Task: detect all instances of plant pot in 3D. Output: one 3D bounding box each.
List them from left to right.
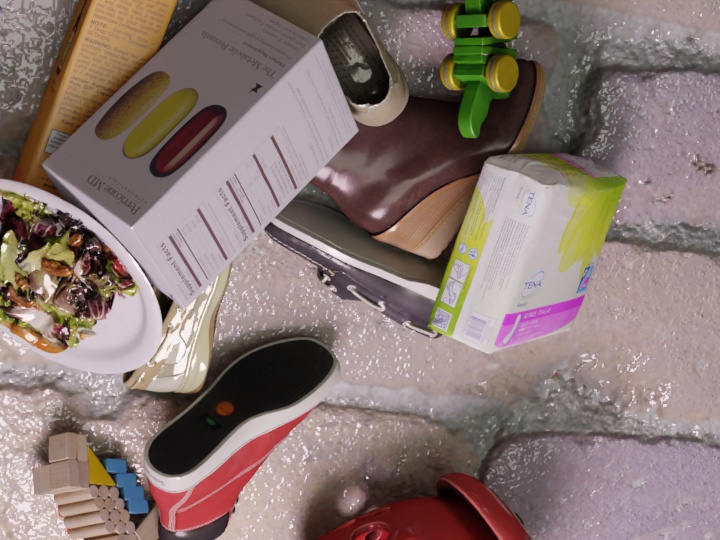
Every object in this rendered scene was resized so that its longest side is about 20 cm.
[{"bbox_3d":[0.064,0.293,1.360,0.182,0.200,0.201,-29,116,-15],"label":"plant pot"}]

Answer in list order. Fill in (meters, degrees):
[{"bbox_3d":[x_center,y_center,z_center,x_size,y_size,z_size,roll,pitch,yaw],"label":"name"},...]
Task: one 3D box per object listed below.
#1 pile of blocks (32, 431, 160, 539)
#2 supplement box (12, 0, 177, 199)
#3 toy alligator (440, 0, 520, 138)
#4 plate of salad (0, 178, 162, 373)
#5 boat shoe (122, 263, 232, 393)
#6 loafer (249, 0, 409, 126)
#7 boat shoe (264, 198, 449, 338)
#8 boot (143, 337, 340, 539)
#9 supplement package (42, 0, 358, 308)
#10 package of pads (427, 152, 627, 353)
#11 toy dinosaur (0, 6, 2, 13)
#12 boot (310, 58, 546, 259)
[{"bbox_3d":[-0.216,0.219,1.323,0.062,0.082,0.200,-15,110,35],"label":"pile of blocks"},{"bbox_3d":[-0.205,-0.138,1.183,0.069,0.067,0.200,16,104,-22],"label":"supplement box"},{"bbox_3d":[0.104,-0.207,1.229,0.054,0.059,0.201,-5,98,-48],"label":"toy alligator"},{"bbox_3d":[-0.244,0.014,1.173,0.200,0.200,0.048,56,45,-26],"label":"plate of salad"},{"bbox_3d":[-0.149,0.008,1.253,0.063,0.073,0.201,3,116,-23],"label":"boat shoe"},{"bbox_3d":[-0.033,-0.197,1.196,0.200,0.068,0.076,45,89,-8],"label":"loafer"},{"bbox_3d":[0.000,0.000,1.298,0.200,0.074,0.060,22,118,-23],"label":"boat shoe"},{"bbox_3d":[-0.099,0.153,1.328,0.200,0.072,0.144,-36,148,-27],"label":"boot"},{"bbox_3d":[-0.117,-0.093,1.155,0.200,0.114,0.110,-47,145,-16],"label":"supplement package"},{"bbox_3d":[0.145,-0.021,1.280,0.200,0.068,0.155,-10,122,-61],"label":"package of pads"},{"bbox_3d":[-0.275,-0.231,1.088,0.181,0.200,0.105,-42,103,-34],"label":"toy dinosaur"},{"bbox_3d":[0.045,-0.124,1.266,0.166,0.072,0.200,34,90,-20],"label":"boot"}]
